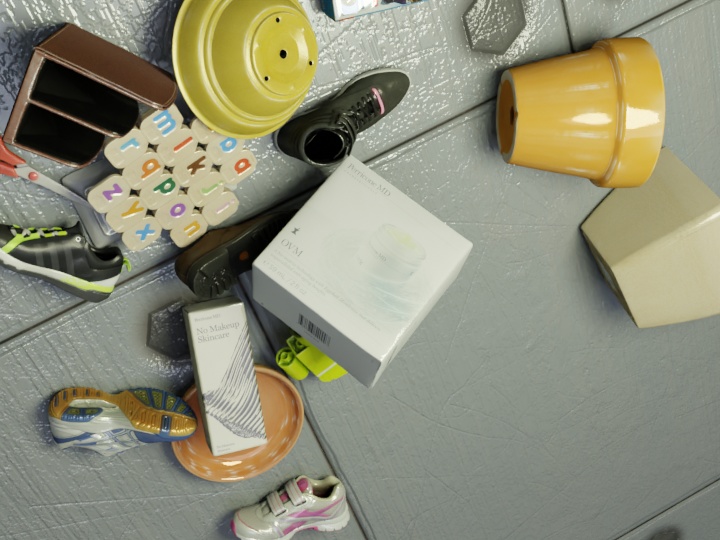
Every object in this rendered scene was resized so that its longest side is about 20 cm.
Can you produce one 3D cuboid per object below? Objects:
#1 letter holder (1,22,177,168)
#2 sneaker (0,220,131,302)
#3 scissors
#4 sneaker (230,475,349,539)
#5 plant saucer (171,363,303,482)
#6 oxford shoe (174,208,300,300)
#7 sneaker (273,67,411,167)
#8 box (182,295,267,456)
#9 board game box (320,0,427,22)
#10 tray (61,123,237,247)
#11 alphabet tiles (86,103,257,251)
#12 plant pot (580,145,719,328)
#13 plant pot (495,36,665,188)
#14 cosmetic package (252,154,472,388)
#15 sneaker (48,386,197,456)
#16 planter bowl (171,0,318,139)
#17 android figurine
[{"bbox_3d":[-0.280,-0.179,0.975,0.141,0.200,0.101,22,107,-17],"label":"letter holder"},{"bbox_3d":[-0.376,-0.033,1.111,0.199,0.072,0.083,28,99,-39],"label":"sneaker"},{"bbox_3d":[-0.395,-0.123,1.070,0.199,0.014,0.074,16,108,-20],"label":"scissors"},{"bbox_3d":[-0.109,0.367,1.425,0.199,0.081,0.089,-8,118,-28],"label":"sneaker"},{"bbox_3d":[-0.183,0.221,1.338,0.199,0.037,0.202,-9,118,-18],"label":"plant saucer"},{"bbox_3d":[-0.157,-0.039,1.193,0.199,0.084,0.073,-26,130,-32],"label":"oxford shoe"},{"bbox_3d":[-0.008,-0.190,1.158,0.199,0.099,0.071,-29,122,-8],"label":"sneaker"},{"bbox_3d":[-0.185,0.142,1.239,0.082,0.068,0.202,-12,100,-15],"label":"box"},{"bbox_3d":[0.039,-0.421,1.083,0.194,0.056,0.201,-16,121,-15],"label":"board game box"},{"bbox_3d":[-0.261,-0.107,1.143,0.199,0.022,0.108,-25,124,-9],"label":"tray"},{"bbox_3d":[-0.227,-0.113,1.108,0.195,0.015,0.200,-36,141,-5],"label":"alphabet tiles"},{"bbox_3d":[0.458,-0.030,1.389,0.176,0.200,0.200,-30,124,7],"label":"plant pot"},{"bbox_3d":[0.285,-0.210,1.228,0.182,0.201,0.202,-3,118,-4],"label":"plant pot"},{"bbox_3d":[0.000,0.000,1.153,0.200,0.199,0.123,-50,171,-22],"label":"cosmetic package"},{"bbox_3d":[-0.326,0.214,1.253,0.198,0.076,0.089,8,126,-8],"label":"sneaker"},{"bbox_3d":[-0.110,-0.250,1.050,0.199,0.083,0.202,-12,109,-40],"label":"planter bowl"},{"bbox_3d":[-0.031,0.094,1.291,0.182,0.041,0.200,-37,152,0],"label":"android figurine"}]
